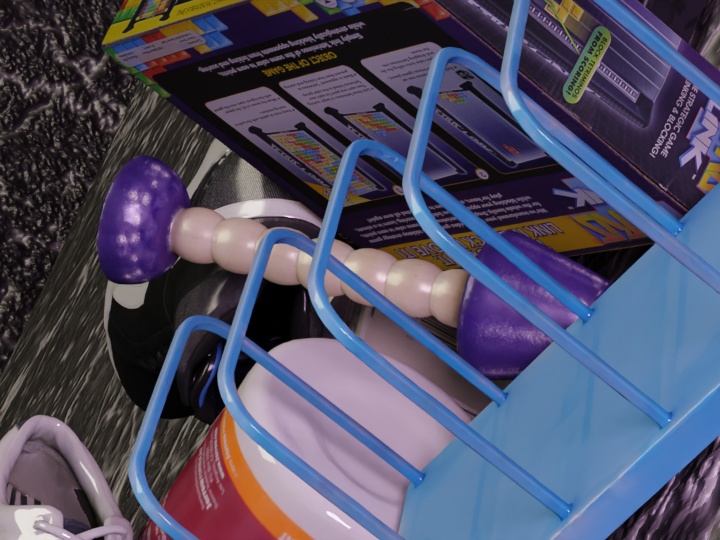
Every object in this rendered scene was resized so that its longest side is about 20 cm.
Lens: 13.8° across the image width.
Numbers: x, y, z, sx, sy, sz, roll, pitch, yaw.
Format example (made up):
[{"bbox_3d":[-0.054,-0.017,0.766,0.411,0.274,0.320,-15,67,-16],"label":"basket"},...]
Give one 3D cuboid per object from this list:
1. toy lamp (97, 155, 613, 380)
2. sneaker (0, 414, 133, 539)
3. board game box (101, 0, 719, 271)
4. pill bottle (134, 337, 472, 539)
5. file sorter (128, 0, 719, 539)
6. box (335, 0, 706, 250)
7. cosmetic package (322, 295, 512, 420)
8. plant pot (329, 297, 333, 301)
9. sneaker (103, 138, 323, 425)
[{"bbox_3d":[0.000,0.000,1.116,0.058,0.199,0.058,15,-90,-69],"label":"toy lamp"},{"bbox_3d":[-0.112,0.123,1.088,0.200,0.073,0.071,56,133,53],"label":"sneaker"},{"bbox_3d":[0.024,-0.070,1.090,0.200,0.165,0.057,-8,51,56],"label":"board game box"},{"bbox_3d":[-0.039,0.133,1.149,0.200,0.114,0.114,-56,12,32],"label":"pill bottle"},{"bbox_3d":[0.036,0.017,0.963,0.200,0.123,0.139,-45,15,26],"label":"file sorter"},{"bbox_3d":[0.050,-0.075,1.266,0.200,0.036,0.143,-2,58,51],"label":"box"},{"bbox_3d":[-0.013,0.089,1.248,0.200,0.073,0.104,-56,11,34],"label":"cosmetic package"},{"bbox_3d":[-0.015,0.021,1.388,0.201,0.092,0.201,-60,11,18],"label":"plant pot"},{"bbox_3d":[-0.066,0.032,1.247,0.200,0.073,0.112,120,159,-49],"label":"sneaker"}]
